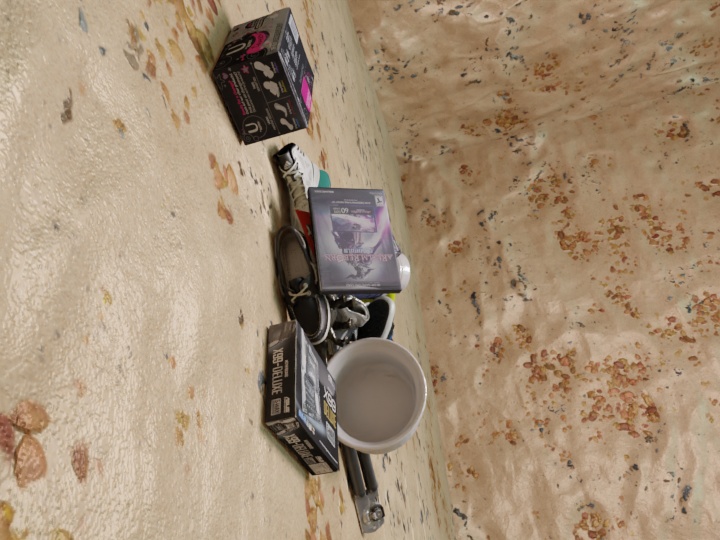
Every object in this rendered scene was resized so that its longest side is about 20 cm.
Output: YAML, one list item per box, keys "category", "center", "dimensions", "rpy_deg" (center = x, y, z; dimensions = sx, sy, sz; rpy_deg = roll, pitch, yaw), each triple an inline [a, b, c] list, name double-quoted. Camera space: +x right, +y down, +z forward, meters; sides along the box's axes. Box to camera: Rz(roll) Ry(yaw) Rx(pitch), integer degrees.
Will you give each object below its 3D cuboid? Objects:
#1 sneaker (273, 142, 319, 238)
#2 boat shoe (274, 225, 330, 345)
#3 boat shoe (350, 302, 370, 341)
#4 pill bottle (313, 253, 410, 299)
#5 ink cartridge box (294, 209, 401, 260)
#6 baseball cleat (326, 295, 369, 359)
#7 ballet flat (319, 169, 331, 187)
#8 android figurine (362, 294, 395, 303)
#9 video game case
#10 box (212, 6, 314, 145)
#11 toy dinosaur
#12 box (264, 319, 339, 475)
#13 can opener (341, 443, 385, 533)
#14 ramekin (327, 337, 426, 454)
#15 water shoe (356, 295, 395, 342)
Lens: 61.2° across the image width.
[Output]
- category: "sneaker"
  center: [-0.124, -0.153, 1.127]
  dimensions: [0.115, 0.074, 0.204]
  rpy_deg: [47, 28, -49]
- category: "boat shoe"
  center: [-0.099, 0.021, 1.004]
  dimensions: [0.060, 0.072, 0.204]
  rpy_deg: [52, 25, -67]
- category: "boat shoe"
  center: [0.011, 0.121, 1.353]
  dimensions: [0.199, 0.059, 0.078]
  rpy_deg: [-24, 116, -57]
- category: "pill bottle"
  center: [0.000, 0.000, 1.204]
  dimensions: [0.197, 0.110, 0.114]
  rpy_deg: [3, 71, -38]
- category: "ink cartridge box"
  center: [-0.018, -0.069, 1.097]
  dimensions: [0.198, 0.050, 0.111]
  rpy_deg: [4, 54, -51]
- category: "baseball cleat"
  center: [-0.027, 0.116, 1.185]
  dimensions: [0.201, 0.104, 0.071]
  rpy_deg: [68, 10, -58]
- category: "ballet flat"
  center: [-0.099, -0.134, 1.264]
  dimensions: [0.202, 0.066, 0.063]
  rpy_deg: [-84, -173, -50]
- category: "android figurine"
  center: [0.020, 0.023, 1.478]
  dimensions: [0.182, 0.040, 0.204]
  rpy_deg: [40, -42, 40]
- category: "video game case"
  center: [-0.012, -0.054, 1.036]
  dimensions: [0.019, 0.139, 0.204]
  rpy_deg: [117, -31, -56]
- category: "box"
  center: [-0.152, -0.319, 0.991]
  dimensions: [0.202, 0.112, 0.134]
  rpy_deg: [-91, 164, -50]
- category: "toy dinosaur"
  center: [-0.066, 0.083, 1.077]
  dimensions: [0.077, 0.100, 0.206]
  rpy_deg: [-5, 96, -69]
- category: "box"
  center: [-0.086, 0.199, 0.935]
  dimensions: [0.202, 0.049, 0.160]
  rpy_deg: [66, 15, -48]
- category: "can opener"
  center: [0.001, 0.420, 1.210]
  dimensions: [0.067, 0.052, 0.205]
  rpy_deg: [0, -76, 68]
- category: "ramekin"
  center: [0.025, 0.237, 1.120]
  dimensions: [0.098, 0.195, 0.205]
  rpy_deg: [75, 7, -62]
- category: "water shoe"
  center: [0.036, 0.139, 1.236]
  dimensions: [0.078, 0.071, 0.204]
  rpy_deg: [-6, 122, -46]
